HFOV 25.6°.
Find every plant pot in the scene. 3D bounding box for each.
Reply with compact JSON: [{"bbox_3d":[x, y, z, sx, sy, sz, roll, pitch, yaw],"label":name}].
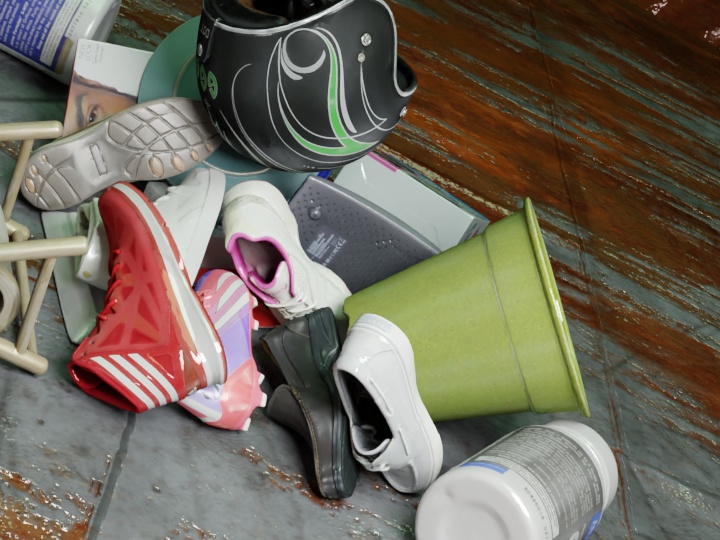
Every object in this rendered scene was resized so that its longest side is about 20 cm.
[{"bbox_3d":[0.088,0.057,1.416,0.188,0.202,0.201,-16,28,7],"label":"plant pot"}]

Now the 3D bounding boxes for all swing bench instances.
[{"bbox_3d":[-0.336,-0.040,1.252,0.198,0.131,0.200,11,31,-24],"label":"swing bench"}]

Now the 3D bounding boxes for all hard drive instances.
[{"bbox_3d":[0.000,0.000,1.506,0.199,0.135,0.042,32,26,-15],"label":"hard drive"}]

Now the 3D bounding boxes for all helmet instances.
[{"bbox_3d":[-0.050,-0.183,1.450,0.198,0.192,0.201,-8,42,7],"label":"helmet"}]

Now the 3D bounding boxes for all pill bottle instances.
[{"bbox_3d":[0.138,0.196,1.332,0.114,0.114,0.199,38,27,19],"label":"pill bottle"},{"bbox_3d":[-0.367,-0.294,1.695,0.199,0.120,0.120,28,25,-5],"label":"pill bottle"}]

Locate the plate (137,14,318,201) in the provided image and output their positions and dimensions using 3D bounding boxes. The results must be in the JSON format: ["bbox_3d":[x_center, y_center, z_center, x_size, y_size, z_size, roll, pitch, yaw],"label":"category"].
[{"bbox_3d":[-0.117,-0.158,1.542,0.199,0.202,0.026,26,-10,-7],"label":"plate"}]

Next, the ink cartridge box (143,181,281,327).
[{"bbox_3d":[-0.097,-0.015,1.557,0.199,0.045,0.176,2,36,-45],"label":"ink cartridge box"}]

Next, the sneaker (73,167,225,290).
[{"bbox_3d":[-0.190,-0.047,1.405,0.115,0.074,0.201,26,35,-10],"label":"sneaker"}]

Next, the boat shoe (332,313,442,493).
[{"bbox_3d":[0.019,0.126,1.298,0.071,0.201,0.069,22,54,26],"label":"boat shoe"}]

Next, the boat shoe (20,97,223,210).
[{"bbox_3d":[-0.225,-0.116,1.487,0.198,0.077,0.072,-16,14,-11],"label":"boat shoe"}]

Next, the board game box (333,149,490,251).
[{"bbox_3d":[0.058,-0.070,1.736,0.147,0.065,0.200,34,5,7],"label":"board game box"}]

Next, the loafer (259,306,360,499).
[{"bbox_3d":[-0.044,0.119,1.358,0.071,0.073,0.201,-13,39,2],"label":"loafer"}]

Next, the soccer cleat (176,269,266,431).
[{"bbox_3d":[-0.130,0.057,1.359,0.076,0.067,0.201,24,29,-27],"label":"soccer cleat"}]

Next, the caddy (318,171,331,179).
[{"bbox_3d":[-0.083,-0.166,1.687,0.140,0.202,0.105,6,17,-37],"label":"caddy"}]

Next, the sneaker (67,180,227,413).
[{"bbox_3d":[-0.195,0.023,1.269,0.115,0.079,0.201,-23,60,-18],"label":"sneaker"}]

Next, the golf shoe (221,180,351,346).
[{"bbox_3d":[-0.067,0.017,1.440,0.201,0.075,0.092,54,20,-23],"label":"golf shoe"}]

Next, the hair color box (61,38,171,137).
[{"bbox_3d":[-0.191,-0.153,1.571,0.198,0.112,0.064,9,-5,-10],"label":"hair color box"}]

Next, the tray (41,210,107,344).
[{"bbox_3d":[-0.219,0.007,1.408,0.107,0.022,0.201,16,28,-29],"label":"tray"}]
